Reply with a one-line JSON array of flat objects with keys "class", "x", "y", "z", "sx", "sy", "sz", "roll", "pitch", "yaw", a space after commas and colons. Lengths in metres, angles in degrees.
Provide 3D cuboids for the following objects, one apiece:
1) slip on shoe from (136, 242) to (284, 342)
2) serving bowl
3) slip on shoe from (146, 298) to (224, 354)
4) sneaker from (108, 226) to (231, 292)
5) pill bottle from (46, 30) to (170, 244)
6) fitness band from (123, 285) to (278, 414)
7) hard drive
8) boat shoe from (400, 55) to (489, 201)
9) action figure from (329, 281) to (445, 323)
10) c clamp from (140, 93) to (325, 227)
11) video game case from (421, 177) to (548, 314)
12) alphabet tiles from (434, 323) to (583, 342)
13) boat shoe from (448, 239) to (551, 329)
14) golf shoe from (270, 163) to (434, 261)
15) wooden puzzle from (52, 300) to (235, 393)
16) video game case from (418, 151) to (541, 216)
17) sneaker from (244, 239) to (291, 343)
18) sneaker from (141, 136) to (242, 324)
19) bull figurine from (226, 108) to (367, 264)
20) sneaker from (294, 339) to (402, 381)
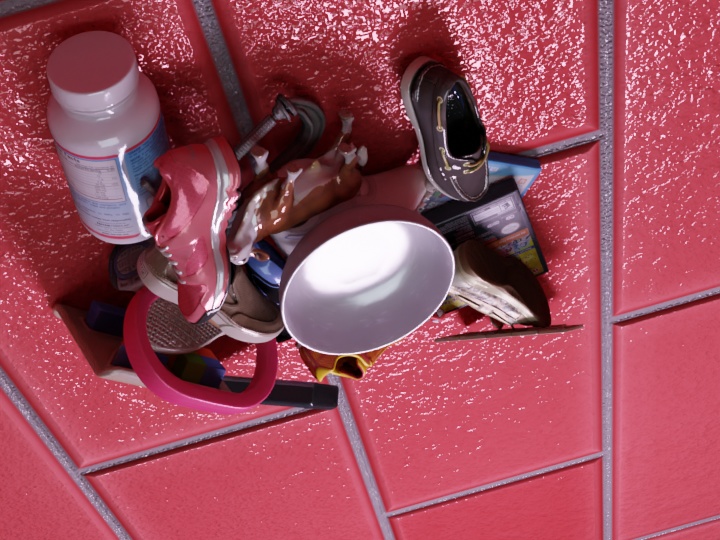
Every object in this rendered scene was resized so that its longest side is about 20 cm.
[{"class": "slip on shoe", "x": -0.147, "y": 0.016, "z": 1.331, "sx": 0.060, "sy": 0.077, "sz": 0.199, "roll": -41, "pitch": 130, "yaw": 22}, {"class": "serving bowl", "x": 0.000, "y": 0.000, "z": 1.345, "sx": 0.197, "sy": 0.066, "sz": 0.202, "roll": -14, "pitch": 138, "yaw": -13}, {"class": "slip on shoe", "x": -0.202, "y": 0.056, "z": 1.429, "sx": 0.060, "sy": 0.075, "sz": 0.199, "roll": -14, "pitch": -179, "yaw": 29}, {"class": "sneaker", "x": -0.185, "y": -0.028, "z": 1.392, "sx": 0.197, "sy": 0.076, "sz": 0.087, "roll": -21, "pitch": 156, "yaw": 19}, {"class": "pill bottle", "x": -0.240, "y": -0.127, "z": 1.196, "sx": 0.107, "sy": 0.110, "sz": 0.201, "roll": -10, "pitch": 143, "yaw": -6}, {"class": "fitness band", "x": -0.173, "y": 0.082, "z": 1.365, "sx": 0.037, "sy": 0.146, "sz": 0.198, "roll": -22, "pitch": 151, "yaw": 40}, {"class": "hard drive", "x": -0.136, "y": 0.151, "z": 1.551, "sx": 0.196, "sy": 0.034, "sz": 0.140, "roll": 4, "pitch": 173, "yaw": 12}, {"class": "boat shoe", "x": 0.101, "y": -0.138, "z": 1.316, "sx": 0.072, "sy": 0.060, "sz": 0.202, "roll": -48, "pitch": 139, "yaw": -15}, {"class": "action figure", "x": 0.026, "y": 0.042, "z": 1.470, "sx": 0.198, "sy": 0.052, "sz": 0.066, "roll": 9, "pitch": 109, "yaw": -41}, {"class": "c clamp", "x": -0.116, "y": -0.109, "z": 1.258, "sx": 0.200, "sy": 0.027, "sz": 0.171, "roll": -43, "pitch": 156, "yaw": -8}, {"class": "video game case", "x": 0.117, "y": -0.017, "z": 1.507, "sx": 0.197, "sy": 0.026, "sz": 0.181, "roll": -22, "pitch": 142, "yaw": 8}, {"class": "alphabet tiles", "x": 0.201, "y": 0.079, "z": 1.599, "sx": 0.164, "sy": 0.008, "sz": 0.200, "roll": -6, "pitch": 178, "yaw": 20}, {"class": "boat shoe", "x": 0.162, "y": 0.023, "z": 1.498, "sx": 0.062, "sy": 0.074, "sz": 0.199, "roll": -28, "pitch": 140, "yaw": 30}, {"class": "golf shoe", "x": -0.015, "y": -0.073, "z": 1.379, "sx": 0.198, "sy": 0.079, "sz": 0.097, "roll": -28, "pitch": 136, "yaw": 14}, {"class": "wooden puzzle", "x": -0.243, "y": 0.087, "z": 1.435, "sx": 0.183, "sy": 0.199, "sz": 0.047, "roll": 17, "pitch": 100, "yaw": -36}, {"class": "video game case", "x": 0.109, "y": -0.067, "z": 1.475, "sx": 0.141, "sy": 0.018, "sz": 0.201, "roll": 6, "pitch": 138, "yaw": -25}, {"class": "sneaker", "x": -0.103, "y": 0.031, "z": 1.457, "sx": 0.078, "sy": 0.070, "sz": 0.200, "roll": -38, "pitch": 150, "yaw": 1}, {"class": "sneaker", "x": -0.173, "y": -0.037, "z": 1.200, "sx": 0.086, "sy": 0.074, "sz": 0.203, "roll": -8, "pitch": 125, "yaw": -27}, {"class": "bull figurine", "x": -0.071, "y": -0.083, "z": 1.274, "sx": 0.199, "sy": 0.065, "sz": 0.122, "roll": -32, "pitch": 157, "yaw": -34}, {"class": "sneaker", "x": -0.004, "y": 0.101, "z": 1.570, "sx": 0.198, "sy": 0.078, "sz": 0.073, "roll": -13, "pitch": 158, "yaw": -48}]
